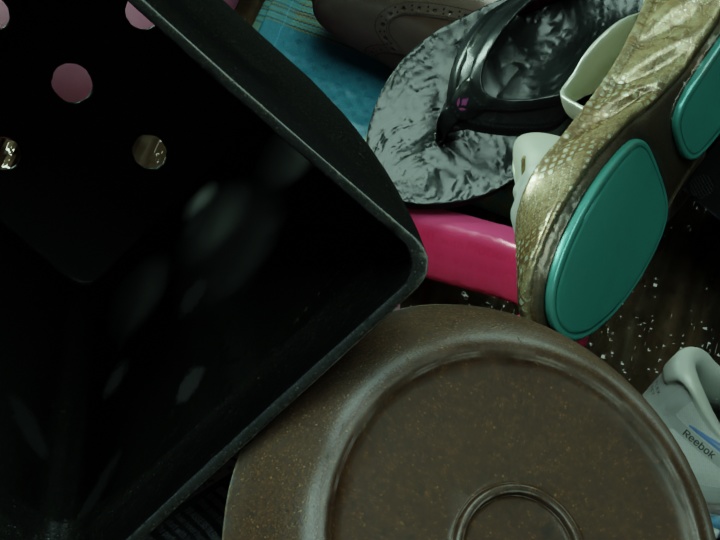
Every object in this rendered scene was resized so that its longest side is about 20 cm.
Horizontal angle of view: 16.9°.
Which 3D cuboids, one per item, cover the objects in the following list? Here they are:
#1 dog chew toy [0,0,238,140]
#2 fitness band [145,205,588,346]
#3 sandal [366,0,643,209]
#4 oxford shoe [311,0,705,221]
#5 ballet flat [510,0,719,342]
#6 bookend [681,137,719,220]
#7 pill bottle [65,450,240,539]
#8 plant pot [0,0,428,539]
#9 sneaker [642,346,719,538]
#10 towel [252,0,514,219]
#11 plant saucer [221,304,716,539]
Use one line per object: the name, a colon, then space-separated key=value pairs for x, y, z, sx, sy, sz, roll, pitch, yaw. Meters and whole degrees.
dog chew toy: x=-0.109 y=-0.141 z=1.094 sx=0.124 sy=0.125 sz=0.200 roll=37 pitch=50 yaw=15
fitness band: x=0.000 y=0.000 z=1.003 sx=0.200 sy=0.038 sz=0.144 roll=16 pitch=21 yaw=30
sandal: x=0.087 y=-0.098 z=1.039 sx=0.200 sy=0.048 sz=0.075 roll=-31 pitch=75 yaw=0
oxford shoe: x=0.064 y=-0.084 z=1.090 sx=0.200 sy=0.071 sz=0.073 roll=22 pitch=60 yaw=1
ballet flat: x=0.101 y=-0.049 z=0.971 sx=0.065 sy=0.071 sz=0.200 roll=15 pitch=53 yaw=35
bookend: x=0.266 y=-0.085 z=1.120 sx=0.092 sy=0.199 sz=0.200 roll=41 pitch=103 yaw=17
pill bottle: x=-0.018 y=0.106 z=0.947 sx=0.200 sy=0.106 sz=0.106 roll=-30 pitch=66 yaw=-28
plant pot: x=-0.115 y=-0.038 z=0.875 sx=0.200 sy=0.199 sz=0.178 roll=41 pitch=18 yaw=-19
sneaker: x=0.204 y=0.088 z=1.002 sx=0.200 sy=0.087 sz=0.075 roll=19 pitch=39 yaw=-4
towel: x=0.048 y=-0.095 z=1.147 sx=0.200 sy=0.022 sz=0.147 roll=22 pitch=56 yaw=2
plant saucer: x=0.049 y=0.103 z=0.849 sx=0.200 sy=0.034 sz=0.201 roll=9 pitch=68 yaw=-23
